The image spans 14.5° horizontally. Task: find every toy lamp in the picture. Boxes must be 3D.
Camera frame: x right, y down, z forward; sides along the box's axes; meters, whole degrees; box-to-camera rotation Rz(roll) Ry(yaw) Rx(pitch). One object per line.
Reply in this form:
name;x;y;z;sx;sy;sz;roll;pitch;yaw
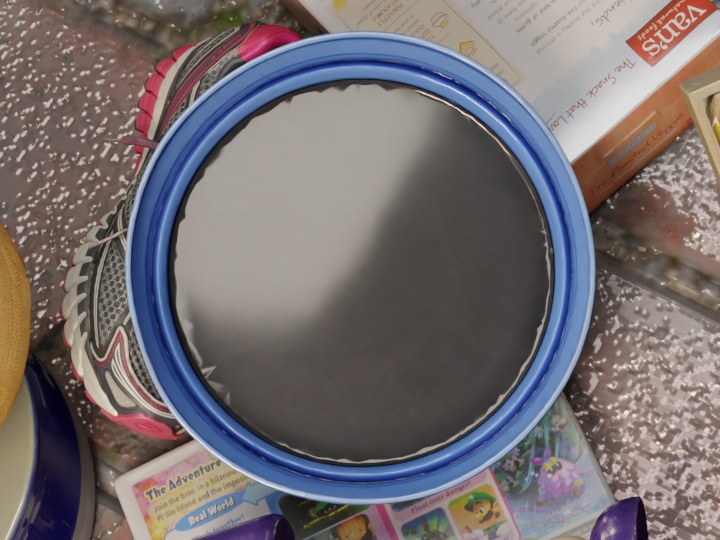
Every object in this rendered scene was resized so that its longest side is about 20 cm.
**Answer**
toy lamp;0.019;0.127;1.178;0.199;0.058;0.058;-3;66;13

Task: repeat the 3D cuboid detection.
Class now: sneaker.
sneaker;-0.076;-0.022;1.267;0.075;0.081;0.200;-19;54;54

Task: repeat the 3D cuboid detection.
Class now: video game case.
video game case;0.013;0.127;1.224;0.200;0.024;0.182;-26;62;3

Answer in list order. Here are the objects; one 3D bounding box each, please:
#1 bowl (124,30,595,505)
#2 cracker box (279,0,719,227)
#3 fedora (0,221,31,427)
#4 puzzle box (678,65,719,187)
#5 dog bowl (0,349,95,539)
bowl;0.000;0.000;1.210;0.200;0.039;0.201;0;86;1
cracker box;0.062;-0.120;1.302;0.134;0.058;0.200;-40;62;-4
fedora;-0.221;0.046;1.198;0.200;0.082;0.201;-8;65;17
puzzle box;0.229;-0.012;1.160;0.133;0.025;0.200;-24;104;3
dog bowl;-0.225;0.099;1.266;0.200;0.079;0.201;-6;65;12
